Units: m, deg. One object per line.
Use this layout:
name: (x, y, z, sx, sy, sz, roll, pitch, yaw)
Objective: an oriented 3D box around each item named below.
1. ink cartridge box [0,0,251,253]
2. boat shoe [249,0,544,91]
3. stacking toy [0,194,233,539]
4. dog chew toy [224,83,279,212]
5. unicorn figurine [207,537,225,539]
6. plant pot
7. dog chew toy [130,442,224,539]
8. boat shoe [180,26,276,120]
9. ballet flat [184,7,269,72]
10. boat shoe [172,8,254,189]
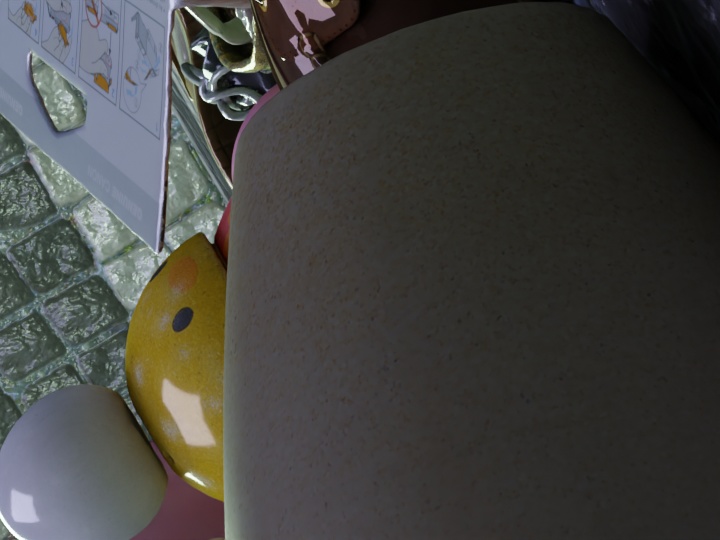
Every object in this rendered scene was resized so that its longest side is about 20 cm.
ink cartridge box: (-0.086, -0.121, 0.896, 0.200, 0.043, 0.174, 38, 130, 55)
boat shoe: (-0.002, -0.088, 0.670, 0.200, 0.072, 0.068, 60, 178, 17)
stacking toy: (-0.017, 0.023, 0.751, 0.146, 0.200, 0.146, 58, 175, 8)
dog chew toy: (0.000, 0.000, 0.985, 0.125, 0.124, 0.200, 56, 167, 37)
unicorn figurine: (0.045, 0.091, 0.801, 0.137, 0.200, 0.074, -8, -78, -67)
plant pot: (0.045, 0.050, 0.566, 0.187, 0.187, 0.200, 74, 178, -74)
dog chew toy: (-0.026, 0.152, 0.877, 0.200, 0.124, 0.125, 50, 174, 10)
boat shoe: (-0.044, -0.099, 1.096, 0.199, 0.068, 0.074, 60, 176, -13)
ballet flat: (-0.059, -0.144, 0.975, 0.071, 0.071, 0.200, 56, 174, 37)
boat shoe: (-0.052, -0.107, 1.171, 0.066, 0.074, 0.200, -133, 22, -86)
